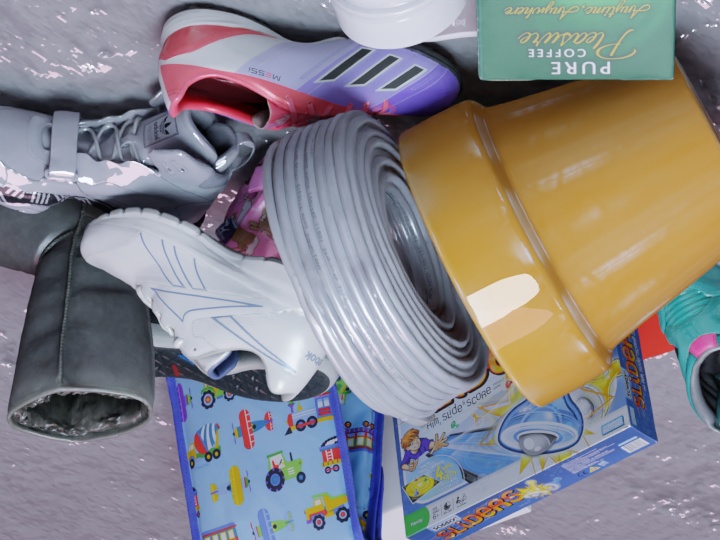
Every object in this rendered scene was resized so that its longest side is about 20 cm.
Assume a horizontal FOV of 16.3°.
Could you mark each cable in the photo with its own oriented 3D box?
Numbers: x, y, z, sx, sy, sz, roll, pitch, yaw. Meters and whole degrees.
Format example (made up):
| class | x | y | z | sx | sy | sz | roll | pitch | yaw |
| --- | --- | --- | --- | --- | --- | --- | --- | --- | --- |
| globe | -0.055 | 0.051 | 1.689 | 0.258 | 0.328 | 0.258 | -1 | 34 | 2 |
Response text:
| class | x | y | z | sx | sy | sz | roll | pitch | yaw |
| --- | --- | --- | --- | --- | --- | --- | --- | --- | --- |
| cable | 0.010 | -0.003 | 1.583 | 0.069 | 0.201 | 0.200 | -23 | 171 | 17 |

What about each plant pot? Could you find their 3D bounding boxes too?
| class | x | y | z | sx | sy | sz | roll | pitch | yaw |
| --- | --- | --- | --- | --- | --- | --- | --- | --- | --- |
| plant pot | 0.150 | -0.042 | 1.615 | 0.183 | 0.201 | 0.200 | -27 | 138 | 10 |

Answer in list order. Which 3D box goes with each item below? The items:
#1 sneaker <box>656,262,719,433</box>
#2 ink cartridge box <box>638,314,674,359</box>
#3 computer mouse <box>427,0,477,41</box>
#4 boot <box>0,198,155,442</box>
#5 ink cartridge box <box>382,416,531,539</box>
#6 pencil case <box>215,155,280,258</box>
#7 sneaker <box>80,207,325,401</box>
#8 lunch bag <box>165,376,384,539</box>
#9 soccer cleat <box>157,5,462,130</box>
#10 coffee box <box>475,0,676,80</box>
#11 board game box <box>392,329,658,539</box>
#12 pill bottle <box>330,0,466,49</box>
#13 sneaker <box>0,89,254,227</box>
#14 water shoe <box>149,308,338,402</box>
| class | x | y | z | sx | sy | sz | roll | pitch | yaw |
| --- | --- | --- | --- | --- | --- | --- | --- | --- | --- |
| sneaker | 0.280 | 0.065 | 1.723 | 0.200 | 0.121 | 0.084 | 24 | 129 | -37 |
| ink cartridge box | 0.251 | 0.004 | 1.772 | 0.173 | 0.044 | 0.200 | -19 | 141 | 7 |
| computer mouse | 0.089 | -0.181 | 1.545 | 0.199 | 0.044 | 0.110 | 3 | 129 | 3 |
| boot | -0.221 | 0.029 | 1.725 | 0.181 | 0.201 | 0.073 | -6 | 144 | 12 |
| ink cartridge box | 0.068 | 0.142 | 1.940 | 0.199 | 0.117 | 0.067 | -23 | 137 | 32 |
| pencil case | 0.000 | 0.000 | 1.724 | 0.200 | 0.087 | 0.083 | 33 | 110 | -4 |
| sneaker | -0.106 | 0.019 | 1.649 | 0.199 | 0.087 | 0.075 | 21 | 170 | 25 |
| lunch bag | -0.059 | 0.157 | 1.887 | 0.150 | 0.201 | 0.094 | -19 | 150 | 28 |
| soccer cleat | -0.033 | -0.117 | 1.620 | 0.199 | 0.073 | 0.068 | 9 | 143 | -9 |
| coffee box | 0.126 | -0.204 | 1.468 | 0.122 | 0.044 | 0.201 | -1 | 127 | 6 |
| board game box | 0.111 | 0.098 | 1.768 | 0.200 | 0.136 | 0.034 | -30 | 139 | 30 |
| pill bottle | 0.002 | -0.224 | 1.418 | 0.111 | 0.112 | 0.200 | -7 | 136 | 13 |
| sneaker | -0.170 | -0.086 | 1.675 | 0.199 | 0.075 | 0.115 | 18 | 141 | -29 |
| water shoe | -0.109 | 0.039 | 1.828 | 0.199 | 0.079 | 0.072 | 9 | 147 | 7 |
